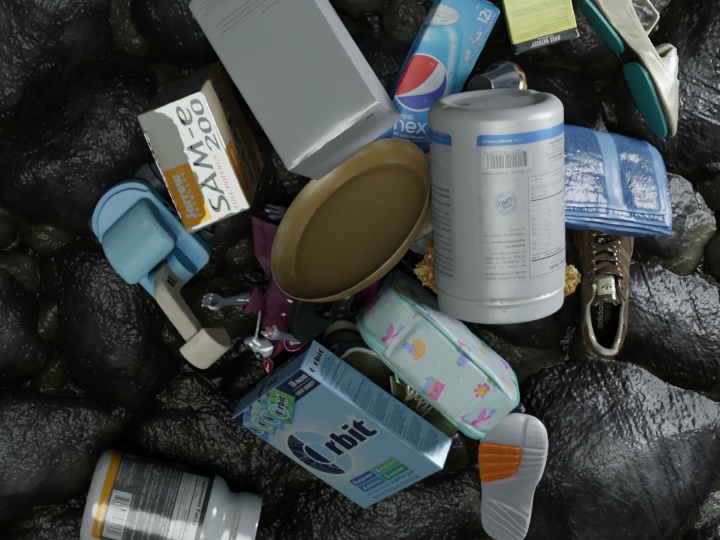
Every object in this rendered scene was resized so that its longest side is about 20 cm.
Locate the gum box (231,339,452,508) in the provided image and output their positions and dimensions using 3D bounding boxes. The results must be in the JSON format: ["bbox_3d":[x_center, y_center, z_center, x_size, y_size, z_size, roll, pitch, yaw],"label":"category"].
[{"bbox_3d":[-0.023,0.179,1.432,0.199,0.045,0.170,37,141,-14],"label":"gum box"}]

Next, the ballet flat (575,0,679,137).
[{"bbox_3d":[0.299,-0.238,1.342,0.069,0.070,0.201,-32,105,10],"label":"ballet flat"}]

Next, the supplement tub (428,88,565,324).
[{"bbox_3d":[0.131,-0.064,1.213,0.129,0.132,0.203,-2,108,1],"label":"supplement tub"}]

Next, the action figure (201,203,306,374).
[{"bbox_3d":[-0.082,0.022,1.425,0.147,0.134,0.203,-13,130,-40],"label":"action figure"}]

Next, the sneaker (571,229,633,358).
[{"bbox_3d":[0.277,0.000,1.409,0.069,0.076,0.203,-6,108,2],"label":"sneaker"}]

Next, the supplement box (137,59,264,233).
[{"bbox_3d":[-0.158,-0.133,1.303,0.073,0.200,0.128,-20,107,7],"label":"supplement box"}]

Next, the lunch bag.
[{"bbox_3d":[0.087,0.092,1.399,0.200,0.160,0.077,43,99,-6],"label":"lunch bag"}]

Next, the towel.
[{"bbox_3d":[0.244,-0.098,1.335,0.197,0.048,0.114,5,71,-29],"label":"towel"}]

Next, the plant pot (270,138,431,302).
[{"bbox_3d":[-0.006,-0.047,1.282,0.199,0.201,0.027,-37,127,12],"label":"plant pot"}]

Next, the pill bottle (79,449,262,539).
[{"bbox_3d":[-0.220,0.288,1.483,0.197,0.117,0.118,15,108,-5],"label":"pill bottle"}]

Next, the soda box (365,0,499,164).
[{"bbox_3d":[0.074,-0.203,1.349,0.063,0.068,0.202,24,107,-8],"label":"soda box"}]

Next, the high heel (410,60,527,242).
[{"bbox_3d":[0.115,-0.125,1.346,0.071,0.142,0.202,31,114,13],"label":"high heel"}]

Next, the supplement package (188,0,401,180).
[{"bbox_3d":[-0.064,-0.211,1.288,0.117,0.117,0.202,-33,81,10],"label":"supplement package"}]

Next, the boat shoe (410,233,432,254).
[{"bbox_3d":[0.142,-0.066,1.394,0.199,0.065,0.075,-16,107,6],"label":"boat shoe"}]

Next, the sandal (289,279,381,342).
[{"bbox_3d":[0.000,-0.001,1.347,0.201,0.048,0.076,-48,142,-9],"label":"sandal"}]

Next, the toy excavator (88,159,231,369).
[{"bbox_3d":[-0.211,-0.001,1.346,0.100,0.200,0.195,-39,104,13],"label":"toy excavator"}]

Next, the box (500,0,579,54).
[{"bbox_3d":[0.170,-0.334,1.316,0.074,0.050,0.203,-15,108,5],"label":"box"}]

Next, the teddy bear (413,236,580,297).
[{"bbox_3d":[0.151,0.012,1.367,0.143,0.199,0.068,-7,73,29],"label":"teddy bear"}]

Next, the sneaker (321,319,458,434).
[{"bbox_3d":[0.038,0.138,1.446,0.199,0.090,0.067,35,104,-11],"label":"sneaker"}]

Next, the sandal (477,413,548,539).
[{"bbox_3d":[0.178,0.235,1.500,0.078,0.059,0.209,14,129,13],"label":"sandal"}]
